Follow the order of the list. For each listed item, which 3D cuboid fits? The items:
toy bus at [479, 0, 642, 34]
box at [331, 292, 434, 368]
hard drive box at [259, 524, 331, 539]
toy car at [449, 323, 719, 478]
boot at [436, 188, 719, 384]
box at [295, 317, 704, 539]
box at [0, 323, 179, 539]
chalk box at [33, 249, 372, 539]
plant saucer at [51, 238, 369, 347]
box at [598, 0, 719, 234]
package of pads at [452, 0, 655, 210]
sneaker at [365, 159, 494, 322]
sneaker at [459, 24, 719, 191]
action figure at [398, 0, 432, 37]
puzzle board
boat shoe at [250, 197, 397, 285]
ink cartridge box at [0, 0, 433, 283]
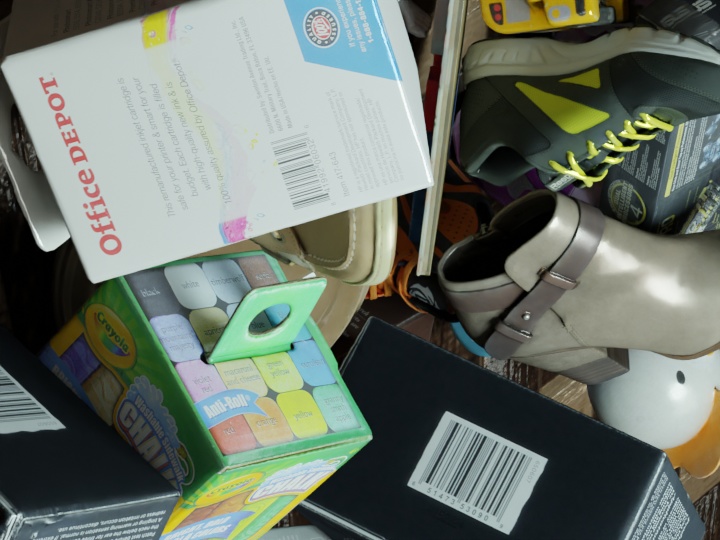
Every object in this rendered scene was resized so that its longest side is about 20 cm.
[{"bbox_3d":[0.117,-0.171,1.504,0.200,0.078,0.065,-22,107,-74],"label":"toy bus"},{"bbox_3d":[-0.051,0.076,1.631,0.199,0.075,0.100,-25,141,-35],"label":"box"},{"bbox_3d":[-0.124,0.219,1.609,0.155,0.077,0.200,-25,165,31],"label":"hard drive box"},{"bbox_3d":[0.199,0.042,1.774,0.184,0.200,0.177,-17,158,-49],"label":"toy car"},{"bbox_3d":[0.150,-0.003,1.528,0.200,0.070,0.146,-33,133,21],"label":"boot"},{"bbox_3d":[0.084,0.143,1.564,0.124,0.199,0.197,-61,160,-11],"label":"box"},{"bbox_3d":[-0.226,0.139,1.327,0.124,0.200,0.197,-1,125,-53],"label":"box"},{"bbox_3d":[-0.088,0.073,1.368,0.124,0.124,0.200,-7,152,-49],"label":"chalk box"},{"bbox_3d":[-0.076,0.001,1.479,0.199,0.029,0.201,-13,126,-19],"label":"plant saucer"},{"bbox_3d":[0.220,-0.099,1.586,0.161,0.049,0.201,-33,146,-33],"label":"box"},{"bbox_3d":[0.168,-0.107,1.677,0.200,0.120,0.076,-38,154,-22],"label":"package of pads"},{"bbox_3d":[0.000,0.000,1.573,0.200,0.112,0.078,-39,148,-21],"label":"sneaker"},{"bbox_3d":[0.137,-0.084,1.461,0.074,0.199,0.085,22,75,-44],"label":"sneaker"},{"bbox_3d":[-0.068,-0.159,1.362,0.199,0.105,0.194,-20,142,5],"label":"action figure"},{"bbox_3d":[0.049,-0.119,1.495,0.151,0.017,0.201,-79,176,-61],"label":"puzzle board"},{"bbox_3d":[-0.035,-0.033,1.334,0.064,0.200,0.072,0,98,-20],"label":"boat shoe"},{"bbox_3d":[-0.079,-0.095,1.257,0.199,0.125,0.129,-15,120,6],"label":"ink cartridge box"}]
